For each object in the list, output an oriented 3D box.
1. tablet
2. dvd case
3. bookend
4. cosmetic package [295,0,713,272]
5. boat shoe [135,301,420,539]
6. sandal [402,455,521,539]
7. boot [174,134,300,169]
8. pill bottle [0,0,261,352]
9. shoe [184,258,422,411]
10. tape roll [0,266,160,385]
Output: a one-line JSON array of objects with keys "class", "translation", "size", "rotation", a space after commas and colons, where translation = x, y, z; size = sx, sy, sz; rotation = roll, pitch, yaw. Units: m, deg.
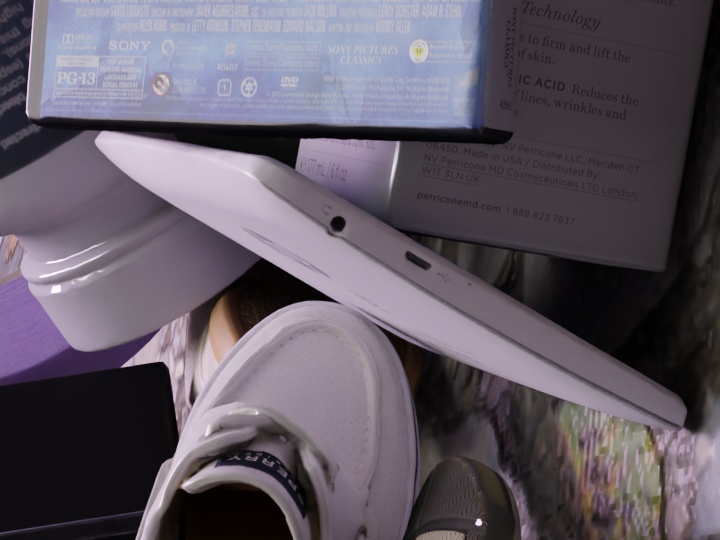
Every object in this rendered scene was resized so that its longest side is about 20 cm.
[{"class": "tablet", "translation": [0.000, 0.000, 0.755], "size": [0.014, 0.130, 0.200], "rotation": [-61, 17, -4]}, {"class": "dvd case", "translation": [-0.019, -0.133, 0.693], "size": [0.142, 0.018, 0.201], "rotation": [4, 89, 34]}, {"class": "bookend", "translation": [-0.087, 0.097, 0.934], "size": [0.200, 0.092, 0.199], "rotation": [-105, 8, -52]}, {"class": "cosmetic package", "translation": [0.046, -0.106, 0.735], "size": [0.113, 0.081, 0.201], "rotation": [-168, 86, -75]}, {"class": "boat shoe", "translation": [-0.027, 0.071, 0.739], "size": [0.070, 0.071, 0.200], "rotation": [100, -171, -46]}, {"class": "sandal", "translation": [0.028, 0.111, 0.736], "size": [0.201, 0.057, 0.080], "rotation": [95, -165, -64]}, {"class": "boot", "translation": [-0.018, -0.144, 0.829], "size": [0.138, 0.077, 0.201], "rotation": [-54, -28, -47]}, {"class": "pill bottle", "translation": [-0.108, -0.080, 0.882], "size": [0.200, 0.119, 0.120], "rotation": [58, 172, -16]}, {"class": "shoe", "translation": [-0.022, 0.028, 0.915], "size": [0.200, 0.070, 0.054], "rotation": [-107, 30, -70]}, {"class": "tape roll", "translation": [-0.150, -0.048, 1.001], "size": [0.066, 0.199, 0.201], "rotation": [81, -167, -76]}]
